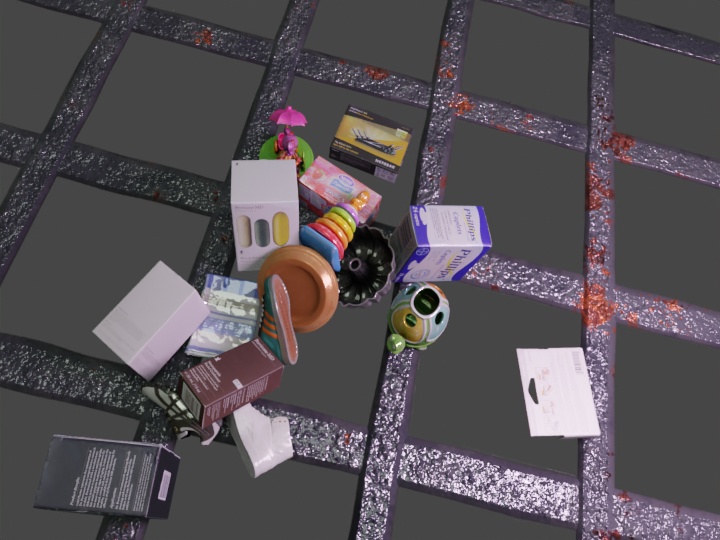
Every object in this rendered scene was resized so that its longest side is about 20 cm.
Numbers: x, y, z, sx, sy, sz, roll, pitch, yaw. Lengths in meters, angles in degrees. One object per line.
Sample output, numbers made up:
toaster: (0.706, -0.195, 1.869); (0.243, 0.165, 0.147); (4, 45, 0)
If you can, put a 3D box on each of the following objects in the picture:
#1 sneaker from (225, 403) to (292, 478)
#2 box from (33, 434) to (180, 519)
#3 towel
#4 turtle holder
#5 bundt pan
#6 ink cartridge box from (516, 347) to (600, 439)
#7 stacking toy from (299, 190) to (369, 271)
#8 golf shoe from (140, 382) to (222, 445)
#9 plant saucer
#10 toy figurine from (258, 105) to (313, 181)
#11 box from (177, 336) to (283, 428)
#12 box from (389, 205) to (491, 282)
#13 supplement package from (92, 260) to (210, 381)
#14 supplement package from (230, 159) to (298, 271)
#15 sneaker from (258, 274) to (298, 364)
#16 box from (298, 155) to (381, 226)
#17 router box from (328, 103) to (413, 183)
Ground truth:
sneaker: (-0.215, 0.324, 1.201); (0.113, 0.074, 0.203); (-15, 62, -31)
box: (-0.460, 0.391, 1.055); (0.190, 0.201, 0.128); (8, 65, -4)
towel: (-0.310, 0.109, 1.300); (0.142, 0.024, 0.206); (11, 65, -4)
turtle holder: (0.122, 0.104, 1.303); (0.181, 0.132, 0.144); (-18, 70, -16)
bundt pan: (0.000, 0.000, 1.334); (0.196, 0.076, 0.208); (-10, 65, 21)
ink cartridge box: (0.452, 0.285, 1.316); (0.170, 0.045, 0.206); (1, 65, -8)
stacking toy: (-0.043, -0.113, 1.306); (0.108, 0.117, 0.201); (32, 70, 17)
golf shoe: (-0.383, 0.297, 1.177); (0.195, 0.078, 0.097); (19, 77, 12)
plant saucer: (-0.146, 0.047, 1.274); (0.194, 0.037, 0.207); (3, 105, 13)
toy figurine: (-0.185, -0.313, 1.417); (0.145, 0.185, 0.206); (-3, 66, -9)
box: (-0.265, 0.227, 1.167); (0.100, 0.076, 0.197); (40, 40, 26)
box: (0.180, -0.060, 1.340); (0.194, 0.185, 0.108); (-2, 64, -19)
supplement package: (-0.443, 0.110, 1.214); (0.120, 0.121, 0.201); (33, 69, 18)
supplement package: (-0.218, -0.126, 1.300); (0.147, 0.203, 0.153); (-3, 46, -9)
sneaker: (-0.196, 0.113, 1.246); (0.077, 0.071, 0.207); (-6, 100, 18)
box: (-0.055, -0.180, 1.422); (0.197, 0.103, 0.096); (33, 66, 8)
router box: (0.030, -0.347, 1.535); (0.195, 0.053, 0.161); (21, 65, 1)
